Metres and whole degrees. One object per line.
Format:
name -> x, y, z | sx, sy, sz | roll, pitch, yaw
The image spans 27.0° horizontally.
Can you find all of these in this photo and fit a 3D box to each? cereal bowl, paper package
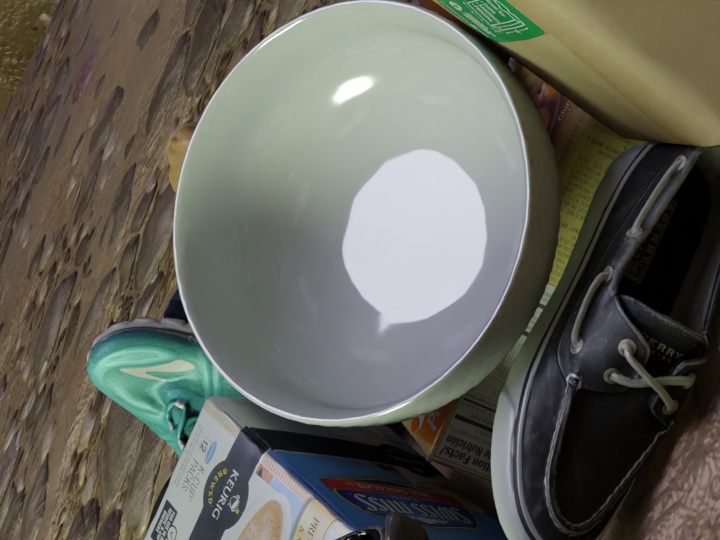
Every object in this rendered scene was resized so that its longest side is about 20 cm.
cereal bowl -> 0.010, -0.024, 0.719 | 0.198, 0.083, 0.202 | -5, 81, 32
paper package -> 0.110, -0.182, 0.648 | 0.192, 0.199, 0.103 | -58, 18, -8

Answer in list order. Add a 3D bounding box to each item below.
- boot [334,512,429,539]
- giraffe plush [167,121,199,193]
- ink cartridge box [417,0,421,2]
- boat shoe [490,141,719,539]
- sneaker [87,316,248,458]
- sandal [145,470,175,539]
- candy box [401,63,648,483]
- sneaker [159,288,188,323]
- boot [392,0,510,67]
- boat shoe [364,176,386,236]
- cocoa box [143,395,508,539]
boot -> 0.022, 0.171, 0.606 | 0.200, 0.173, 0.070 | -52, 27, 36
giraffe plush -> -0.058, -0.014, 1.025 | 0.200, 0.171, 0.164 | -139, 55, -63
ink cartridge box -> 0.082, -0.263, 1.000 | 0.201, 0.047, 0.198 | -56, 37, 21
boat shoe -> 0.115, 0.032, 0.656 | 0.064, 0.070, 0.202 | -5, 64, 67
sneaker -> -0.073, 0.100, 0.862 | 0.078, 0.199, 0.080 | -50, 8, 35
sandal -> -0.073, 0.173, 0.829 | 0.075, 0.201, 0.045 | -39, 46, -16
candy box -> 0.081, -0.002, 0.787 | 0.202, 0.055, 0.115 | -66, 19, 8
sneaker -> -0.042, 0.035, 0.913 | 0.203, 0.146, 0.077 | -54, -1, 30
boot -> 0.067, -0.164, 0.833 | 0.200, 0.076, 0.157 | -4, -67, -75
boat shoe -> 0.000, 0.000, 0.805 | 0.093, 0.074, 0.202 | 145, 145, -69
cocoa box -> -0.033, 0.186, 0.740 | 0.131, 0.133, 0.201 | 35, 104, 46
